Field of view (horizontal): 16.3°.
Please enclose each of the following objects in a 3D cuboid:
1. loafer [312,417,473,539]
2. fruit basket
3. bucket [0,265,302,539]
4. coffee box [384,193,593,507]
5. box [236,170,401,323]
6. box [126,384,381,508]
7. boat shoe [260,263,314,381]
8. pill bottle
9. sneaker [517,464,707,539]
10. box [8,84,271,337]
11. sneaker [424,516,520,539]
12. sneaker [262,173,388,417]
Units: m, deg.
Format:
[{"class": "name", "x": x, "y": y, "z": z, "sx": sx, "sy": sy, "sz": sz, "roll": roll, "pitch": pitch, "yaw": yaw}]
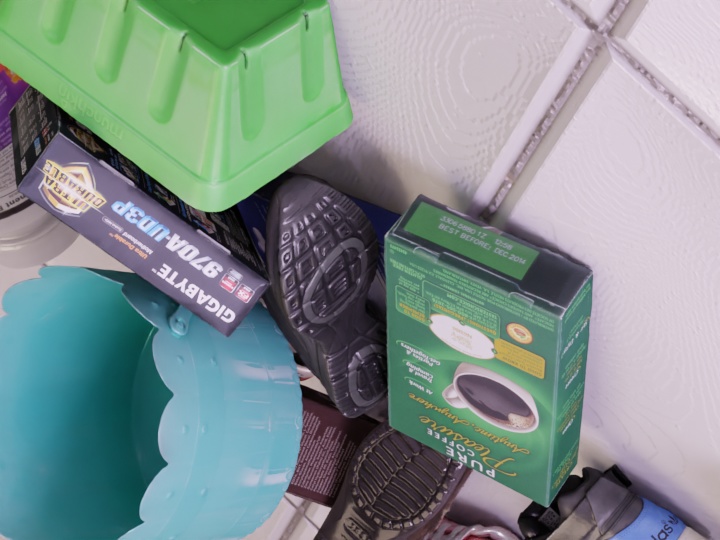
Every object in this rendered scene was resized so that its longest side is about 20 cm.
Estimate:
[{"class": "loafer", "x": 0.026, "y": 0.158, "z": 1.775, "sx": 0.073, "sy": 0.071, "sz": 0.200, "roll": 47, "pitch": 127, "yaw": 14}, {"class": "fruit basket", "x": -0.110, "y": -0.111, "z": 1.511, "sx": 0.215, "sy": 0.155, "sz": 0.216, "roll": 28, "pitch": 136, "yaw": 31}, {"class": "bucket", "x": -0.145, "y": 0.092, "z": 1.637, "sx": 0.135, "sy": 0.208, "sz": 0.207, "roll": 3, "pitch": -163, "yaw": -45}, {"class": "coffee box", "x": 0.075, "y": 0.050, "z": 1.520, "sx": 0.123, "sy": 0.044, "sz": 0.200, "roll": 25, "pitch": 146, "yaw": 21}, {"class": "box", "x": 0.000, "y": 0.000, "z": 1.640, "sx": 0.200, "sy": 0.032, "sz": 0.121, "roll": 21, "pitch": 148, "yaw": 45}, {"class": "box", "x": -0.065, "y": 0.112, "z": 1.802, "sx": 0.100, "sy": 0.075, "sz": 0.200, "roll": 25, "pitch": -178, "yaw": 43}, {"class": "boat shoe", "x": -0.101, "y": 0.005, "z": 1.780, "sx": 0.200, "sy": 0.071, "sz": 0.063, "roll": 43, "pitch": 175, "yaw": -10}, {"class": "pill bottle", "x": -0.280, "y": -0.098, "z": 1.880, "sx": 0.111, "sy": 0.111, "sz": 0.200, "roll": 26, "pitch": 152, "yaw": 41}, {"class": "sneaker", "x": 0.152, "y": 0.190, "z": 1.639, "sx": 0.111, "sy": 0.077, "sz": 0.200, "roll": 39, "pitch": 157, "yaw": 10}, {"class": "box", "x": -0.140, "y": -0.047, "z": 1.559, "sx": 0.159, "sy": 0.046, "sz": 0.200, "roll": 36, "pitch": -172, "yaw": -18}, {"class": "sneaker", "x": 0.058, "y": 0.207, "z": 1.852, "sx": 0.200, "sy": 0.075, "sz": 0.105, "roll": 28, "pitch": 159, "yaw": 22}, {"class": "sneaker", "x": -0.033, "y": 0.009, "z": 1.584, "sx": 0.091, "sy": 0.076, "sz": 0.200, "roll": 40, "pitch": 156, "yaw": 36}]
